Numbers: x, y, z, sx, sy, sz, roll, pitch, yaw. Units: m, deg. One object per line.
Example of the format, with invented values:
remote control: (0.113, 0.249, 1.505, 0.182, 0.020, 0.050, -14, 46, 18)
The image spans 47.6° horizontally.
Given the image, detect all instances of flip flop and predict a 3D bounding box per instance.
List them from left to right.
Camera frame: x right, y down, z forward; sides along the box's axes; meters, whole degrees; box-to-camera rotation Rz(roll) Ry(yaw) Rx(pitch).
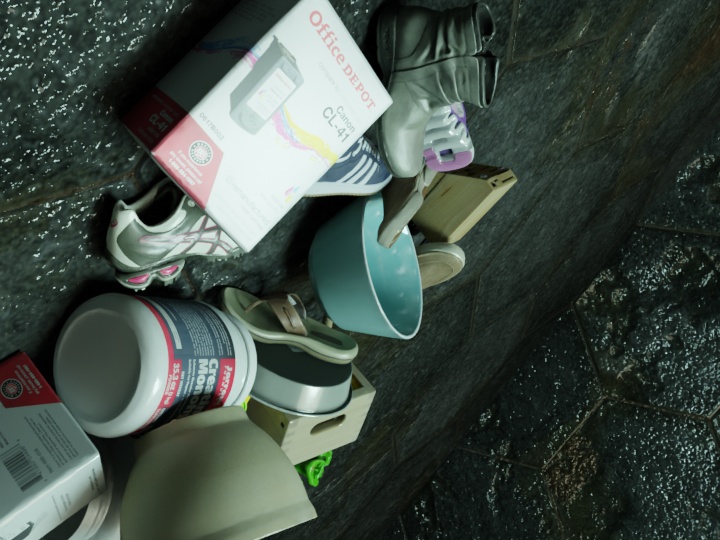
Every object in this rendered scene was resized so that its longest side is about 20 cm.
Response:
flip flop: (-0.087, 0.060, 1.032, 0.058, 0.197, 0.082, -60, -162, 23)

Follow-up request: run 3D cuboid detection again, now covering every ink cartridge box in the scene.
ink cartridge box: (-0.362, 0.196, 0.760, 0.199, 0.144, 0.084, -33, 154, -31)
ink cartridge box: (-0.089, -0.142, 0.734, 0.200, 0.086, 0.148, -45, 133, -4)

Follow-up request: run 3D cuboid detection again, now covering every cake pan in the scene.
cake pan: (-0.094, 0.110, 1.046, 0.199, 0.199, 0.037, -8, 129, -57)

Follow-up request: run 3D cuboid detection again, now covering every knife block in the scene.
knife block: (0.133, -0.070, 1.209, 0.063, 0.198, 0.179, -26, 120, -41)

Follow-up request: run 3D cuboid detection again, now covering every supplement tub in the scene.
supplement tub: (-0.275, 0.272, 0.996, 0.199, 0.146, 0.146, 24, 109, -47)
supplement tub: (-0.214, 0.101, 0.881, 0.141, 0.140, 0.199, -52, 157, 12)

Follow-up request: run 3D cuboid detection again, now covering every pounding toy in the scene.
pounding toy: (-0.079, 0.146, 1.174, 0.198, 0.184, 0.144, -12, 135, -40)

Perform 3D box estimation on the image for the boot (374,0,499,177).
boot: (0.084, -0.188, 0.889, 0.067, 0.129, 0.204, -36, 131, -47)

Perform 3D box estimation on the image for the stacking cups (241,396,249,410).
stacking cups: (-0.190, 0.198, 0.982, 0.061, 0.060, 0.201, 107, 9, -47)

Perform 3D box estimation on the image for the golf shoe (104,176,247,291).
golf shoe: (-0.162, -0.053, 0.819, 0.199, 0.077, 0.089, -30, 145, -38)

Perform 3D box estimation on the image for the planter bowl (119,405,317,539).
planter bowl: (-0.158, 0.221, 0.835, 0.197, 0.137, 0.201, -20, 165, -5)

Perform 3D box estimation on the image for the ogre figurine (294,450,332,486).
ogre figurine: (-0.128, 0.284, 1.167, 0.200, 0.118, 0.100, -49, 152, -48)

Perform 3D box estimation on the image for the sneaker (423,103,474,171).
sneaker: (0.086, -0.217, 1.016, 0.079, 0.090, 0.201, -9, 143, 20)

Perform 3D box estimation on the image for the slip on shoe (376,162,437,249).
slip on shoe: (0.049, -0.098, 1.055, 0.076, 0.060, 0.201, -54, -177, 40)

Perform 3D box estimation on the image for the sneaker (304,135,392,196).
sneaker: (-0.008, -0.149, 0.949, 0.198, 0.070, 0.109, -14, 142, -49)

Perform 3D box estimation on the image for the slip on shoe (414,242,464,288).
slip on shoe: (0.064, 0.017, 1.210, 0.197, 0.061, 0.076, -15, 139, 25)

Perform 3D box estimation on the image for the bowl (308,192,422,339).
bowl: (0.000, 0.000, 1.089, 0.103, 0.205, 0.200, -12, 168, 21)
